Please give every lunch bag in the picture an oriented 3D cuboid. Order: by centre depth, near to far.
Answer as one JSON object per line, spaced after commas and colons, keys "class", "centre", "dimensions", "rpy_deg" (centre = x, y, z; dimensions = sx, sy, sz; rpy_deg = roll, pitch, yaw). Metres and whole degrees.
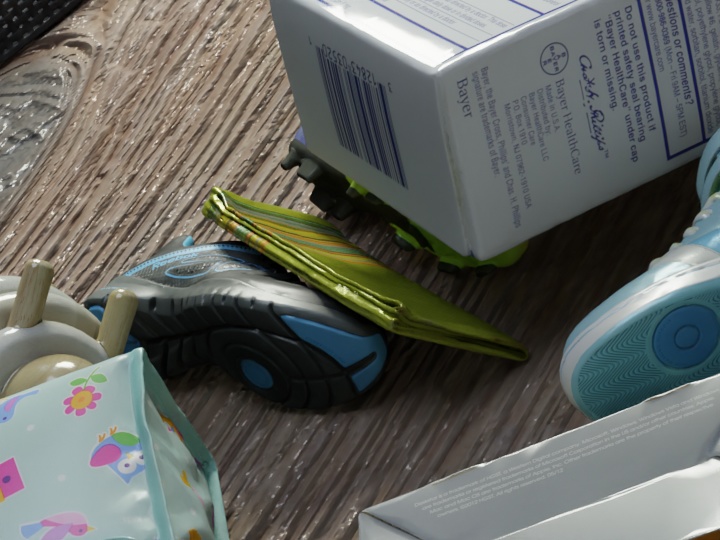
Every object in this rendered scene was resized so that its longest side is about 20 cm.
{"class": "lunch bag", "centre": [-0.143, 0.157, 1.156], "dimensions": [0.170, 0.122, 0.201], "rpy_deg": [-19, 47, 7]}

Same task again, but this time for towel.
{"class": "towel", "centre": [0.000, 0.000, 1.304], "dimensions": [0.200, 0.086, 0.018], "rpy_deg": [31, 106, 54]}

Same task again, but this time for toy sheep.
{"class": "toy sheep", "centre": [-0.182, 0.063, 1.309], "dimensions": [0.138, 0.138, 0.200], "rpy_deg": [-43, 20, -21]}

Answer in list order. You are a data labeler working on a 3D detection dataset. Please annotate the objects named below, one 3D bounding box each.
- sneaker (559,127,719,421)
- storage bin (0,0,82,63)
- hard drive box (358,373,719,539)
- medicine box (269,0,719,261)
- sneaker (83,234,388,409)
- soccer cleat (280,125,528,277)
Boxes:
{"class": "sneaker", "centre": [0.165, -0.006, 1.181], "dimensions": [0.199, 0.080, 0.131], "rpy_deg": [-23, 33, -9]}
{"class": "storage bin", "centre": [-0.281, -0.228, 1.825], "dimensions": [0.135, 0.094, 0.200], "rpy_deg": [-41, 33, -18]}
{"class": "hard drive box", "centre": [0.109, 0.148, 0.890], "dimensions": [0.155, 0.200, 0.077], "rpy_deg": [-22, 33, 13]}
{"class": "medicine box", "centre": [0.086, -0.113, 1.279], "dimensions": [0.199, 0.103, 0.182], "rpy_deg": [-24, 29, -19]}
{"class": "sneaker", "centre": [-0.056, 0.015, 1.327], "dimensions": [0.199, 0.073, 0.082], "rpy_deg": [9, 44, 43]}
{"class": "soccer cleat", "centre": [0.031, -0.056, 1.360], "dimensions": [0.084, 0.065, 0.200], "rpy_deg": [-48, 33, -10]}
